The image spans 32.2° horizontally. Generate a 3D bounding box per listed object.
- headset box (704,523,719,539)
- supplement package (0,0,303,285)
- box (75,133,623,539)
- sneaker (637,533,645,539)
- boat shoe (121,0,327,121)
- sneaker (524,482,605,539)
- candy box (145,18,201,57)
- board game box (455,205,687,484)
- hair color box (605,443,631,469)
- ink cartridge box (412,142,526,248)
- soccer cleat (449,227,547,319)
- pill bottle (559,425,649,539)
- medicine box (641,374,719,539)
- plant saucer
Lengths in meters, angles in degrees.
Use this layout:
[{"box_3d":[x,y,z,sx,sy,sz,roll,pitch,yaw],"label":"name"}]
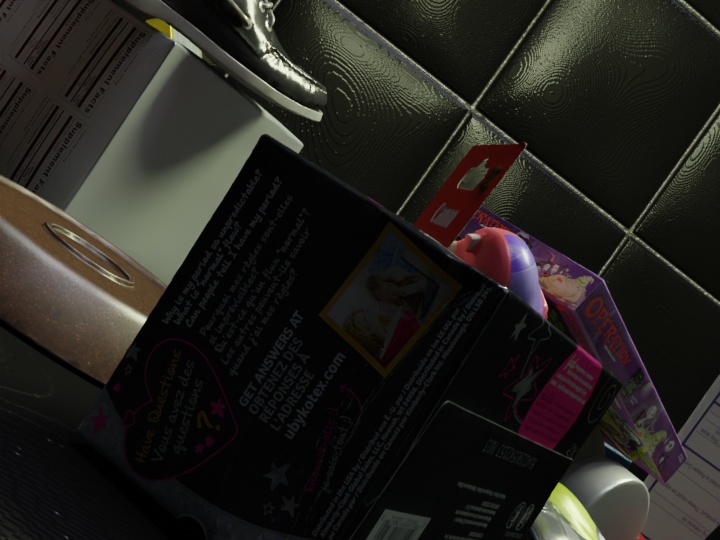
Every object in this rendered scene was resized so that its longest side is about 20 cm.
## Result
[{"box_3d":[0.262,0.250,0.689,0.200,0.077,0.149,53,-9,-36],"label":"headset box"},{"box_3d":[-0.186,-0.107,0.875,0.200,0.147,0.191,35,1,26],"label":"supplement package"},{"box_3d":[0.006,0.054,0.500,0.115,0.133,0.200,34,1,27],"label":"box"},{"box_3d":[0.172,0.203,0.817,0.112,0.071,0.200,41,-5,23],"label":"sneaker"},{"box_3d":[-0.091,-0.166,0.794,0.200,0.060,0.074,33,3,-27],"label":"boat shoe"},{"box_3d":[0.116,0.178,0.651,0.081,0.074,0.200,10,20,-49],"label":"sneaker"},{"box_3d":[-0.150,-0.099,1.037,0.026,0.201,0.102,-3,-3,4],"label":"candy box"},{"box_3d":[0.126,0.045,0.763,0.120,0.032,0.200,42,-9,44],"label":"board game box"},{"box_3d":[0.122,0.142,1.020,0.060,0.100,0.200,33,2,-27],"label":"hair color box"},{"box_3d":[0.000,0.000,0.692,0.057,0.201,0.163,32,2,-7],"label":"ink cartridge box"},{"box_3d":[0.077,0.030,0.687,0.076,0.067,0.200,5,-23,-5],"label":"soccer cleat"},{"box_3d":[0.086,0.116,0.814,0.200,0.113,0.112,38,2,42],"label":"pill bottle"},{"box_3d":[0.310,0.218,0.995,0.182,0.200,0.103,36,4,23],"label":"medicine box"},{"box_3d":[-0.142,0.004,0.617,0.200,0.035,0.200,35,1,-1],"label":"plant saucer"}]
